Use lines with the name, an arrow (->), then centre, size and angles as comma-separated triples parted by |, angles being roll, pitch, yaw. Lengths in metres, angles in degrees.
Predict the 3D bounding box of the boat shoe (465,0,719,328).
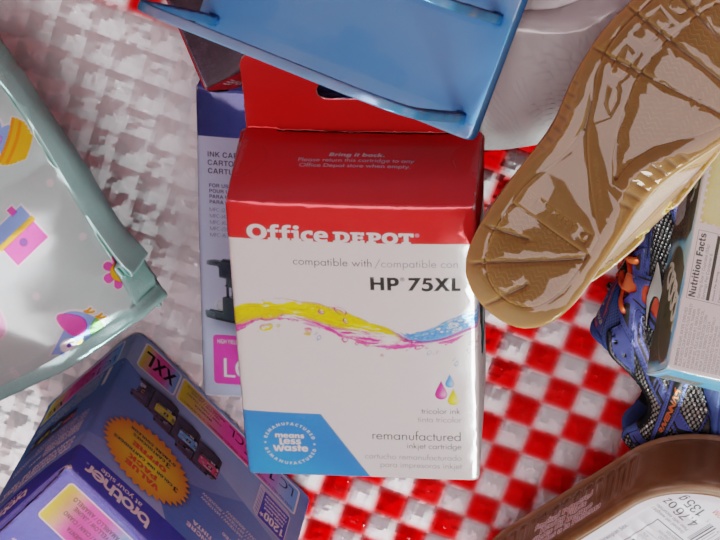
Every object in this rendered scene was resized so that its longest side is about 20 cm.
boat shoe -> 0.121, -0.063, 0.962 | 0.074, 0.069, 0.200 | 43, 104, 6

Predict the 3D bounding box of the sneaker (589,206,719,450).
sneaker -> 0.148, 0.012, 1.067 | 0.078, 0.075, 0.201 | -8, 109, 14

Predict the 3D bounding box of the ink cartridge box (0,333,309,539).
ink cartridge box -> -0.106, 0.133, 1.077 | 0.076, 0.200, 0.136 | -41, 102, 20

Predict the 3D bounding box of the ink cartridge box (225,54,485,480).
ink cartridge box -> 0.000, 0.000, 1.022 | 0.116, 0.067, 0.201 | 1, 125, 6

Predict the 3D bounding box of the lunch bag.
lunch bag -> -0.213, -0.015, 1.077 | 0.199, 0.122, 0.171 | -25, 106, 22

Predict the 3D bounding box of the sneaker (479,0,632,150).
sneaker -> 0.106, -0.128, 1.011 | 0.199, 0.089, 0.075 | -26, 130, 23

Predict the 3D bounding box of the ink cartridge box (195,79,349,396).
ink cartridge box -> -0.021, -0.031, 1.089 | 0.119, 0.042, 0.201 | 3, 110, 6

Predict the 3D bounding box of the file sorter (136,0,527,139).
file sorter -> 0.008, -0.173, 0.912 | 0.138, 0.123, 0.201 | 22, 99, 13

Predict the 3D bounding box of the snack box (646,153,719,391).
snack box -> 0.207, -0.038, 0.998 | 0.116, 0.037, 0.201 | 13, 81, -7

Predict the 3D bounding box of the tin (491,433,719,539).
tin -> 0.141, 0.155, 1.111 | 0.112, 0.042, 0.200 | 42, 128, -13

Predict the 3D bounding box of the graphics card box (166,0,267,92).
graphics card box -> -0.006, -0.178, 1.006 | 0.199, 0.051, 0.126 | -23, 88, 15
